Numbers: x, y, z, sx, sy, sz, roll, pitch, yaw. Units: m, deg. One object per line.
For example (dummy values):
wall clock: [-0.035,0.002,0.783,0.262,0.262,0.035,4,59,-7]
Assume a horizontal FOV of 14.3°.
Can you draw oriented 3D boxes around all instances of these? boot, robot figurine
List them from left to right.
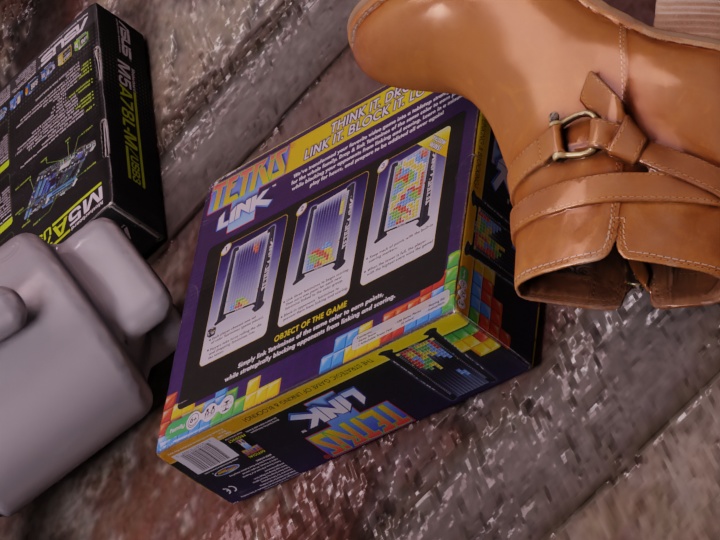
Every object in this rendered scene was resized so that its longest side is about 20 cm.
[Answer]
robot figurine: [-0.185,0.060,1.452,0.200,0.170,0.113,-36,64,-7]
boot: [0.079,-0.054,1.225,0.199,0.077,0.156,2,63,16]

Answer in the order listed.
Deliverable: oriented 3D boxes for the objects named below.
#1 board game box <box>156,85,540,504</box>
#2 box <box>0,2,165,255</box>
board game box: [0.000,0.000,1.339,0.199,0.057,0.166,-26,40,39]
box: [-0.198,-0.030,1.649,0.200,0.047,0.194,-41,37,22]
